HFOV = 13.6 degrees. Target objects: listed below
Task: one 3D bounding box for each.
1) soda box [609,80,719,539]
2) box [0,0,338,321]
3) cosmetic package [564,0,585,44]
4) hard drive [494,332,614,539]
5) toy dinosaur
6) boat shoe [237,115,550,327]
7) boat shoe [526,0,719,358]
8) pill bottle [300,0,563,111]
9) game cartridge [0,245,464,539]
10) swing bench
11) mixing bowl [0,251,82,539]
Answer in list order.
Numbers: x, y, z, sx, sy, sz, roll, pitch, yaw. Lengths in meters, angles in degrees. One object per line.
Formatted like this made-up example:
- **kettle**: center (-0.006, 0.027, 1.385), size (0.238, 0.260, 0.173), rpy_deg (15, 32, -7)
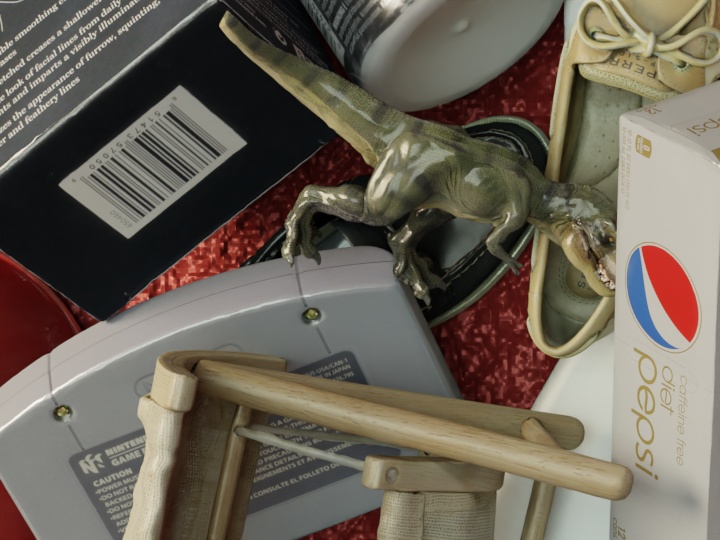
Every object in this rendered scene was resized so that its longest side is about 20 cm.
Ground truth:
- **soda box**: center (0.146, 0.028, 1.218), size (0.064, 0.068, 0.201), rpy_deg (31, 131, 47)
- **box**: center (-0.114, -0.107, 1.314), size (0.148, 0.107, 0.200), rpy_deg (-37, 46, 14)
- **cosmetic package**: center (0.189, -0.122, 1.295), size (0.199, 0.052, 0.152), rpy_deg (2, 94, 17)
- **hard drive**: center (0.123, 0.109, 1.325), size (0.132, 0.026, 0.201), rpy_deg (31, 98, 15)
- **toy dinosaur**: center (0.017, -0.033, 1.240), size (0.199, 0.048, 0.088), rpy_deg (27, 125, -8)
- **boat shoe**: center (-0.001, -0.002, 1.343), size (0.199, 0.066, 0.075), rpy_deg (-30, 81, 14)
- **boat shoe**: center (0.112, -0.060, 1.256), size (0.073, 0.063, 0.201), rpy_deg (22, 114, 10)
- **pill bottle**: center (-0.001, -0.176, 1.317), size (0.106, 0.106, 0.200), rpy_deg (-37, 65, 13)
- **game cartridge**: center (-0.059, 0.066, 1.325), size (0.199, 0.042, 0.134), rpy_deg (-21, 121, 7)
- **swing bench**: center (-0.013, 0.147, 1.244), size (0.199, 0.130, 0.200), rpy_deg (12, 95, -8)
- **mixing bowl**: center (-0.225, 0.077, 1.375), size (0.199, 0.108, 0.201), rpy_deg (-1, 85, 16)
